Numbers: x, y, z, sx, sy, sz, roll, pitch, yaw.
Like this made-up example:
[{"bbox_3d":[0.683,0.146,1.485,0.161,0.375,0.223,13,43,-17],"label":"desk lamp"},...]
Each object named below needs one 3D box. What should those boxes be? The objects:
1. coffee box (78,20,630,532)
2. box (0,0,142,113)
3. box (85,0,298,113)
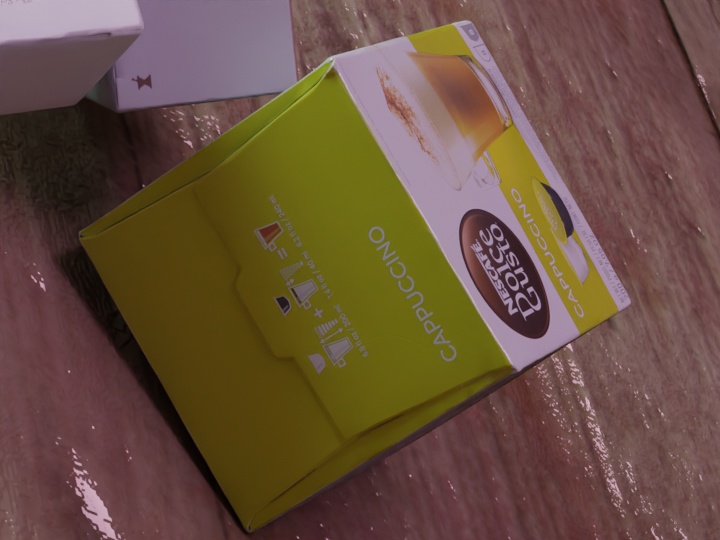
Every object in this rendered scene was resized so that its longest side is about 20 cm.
[{"bbox_3d":[0.000,0.000,1.592,0.200,0.200,0.198,60,26,4],"label":"coffee box"},{"bbox_3d":[-0.226,-0.189,1.474,0.152,0.106,0.200,-9,76,-29],"label":"box"},{"bbox_3d":[-0.112,-0.177,1.609,0.200,0.106,0.153,-151,-125,-75],"label":"box"}]
